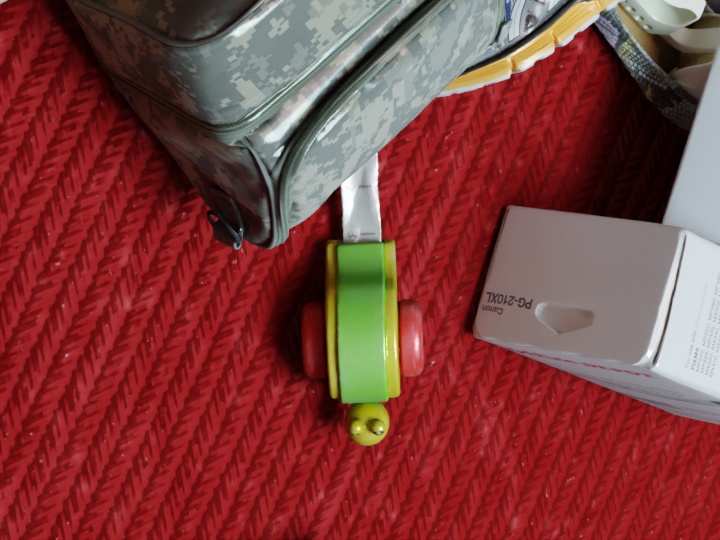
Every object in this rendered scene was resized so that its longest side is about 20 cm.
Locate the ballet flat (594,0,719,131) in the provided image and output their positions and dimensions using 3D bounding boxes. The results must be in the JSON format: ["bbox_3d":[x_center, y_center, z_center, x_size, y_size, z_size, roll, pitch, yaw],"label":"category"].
[{"bbox_3d":[0.185,-0.144,1.468,0.200,0.072,0.072,42,70,-39],"label":"ballet flat"}]

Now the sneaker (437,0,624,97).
[{"bbox_3d":[0.102,-0.165,1.369,0.199,0.078,0.077,-36,99,-4],"label":"sneaker"}]

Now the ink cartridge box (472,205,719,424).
[{"bbox_3d":[0.186,0.033,1.448,0.199,0.144,0.085,21,82,-42],"label":"ink cartridge box"}]

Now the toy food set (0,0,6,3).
[{"bbox_3d":[-0.191,-0.216,1.129,0.199,0.048,0.200,-5,100,-41],"label":"toy food set"}]

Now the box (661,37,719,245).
[{"bbox_3d":[0.265,-0.050,1.489,0.200,0.097,0.125,28,79,-67],"label":"box"}]

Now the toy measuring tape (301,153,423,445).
[{"bbox_3d":[0.000,0.000,1.320,0.073,0.073,0.202,-15,109,-40],"label":"toy measuring tape"}]

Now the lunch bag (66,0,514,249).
[{"bbox_3d":[-0.024,-0.127,1.231,0.200,0.139,0.168,-44,137,-19],"label":"lunch bag"}]

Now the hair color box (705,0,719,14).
[{"bbox_3d":[0.241,-0.189,1.470,0.200,0.109,0.065,46,66,-44],"label":"hair color box"}]
